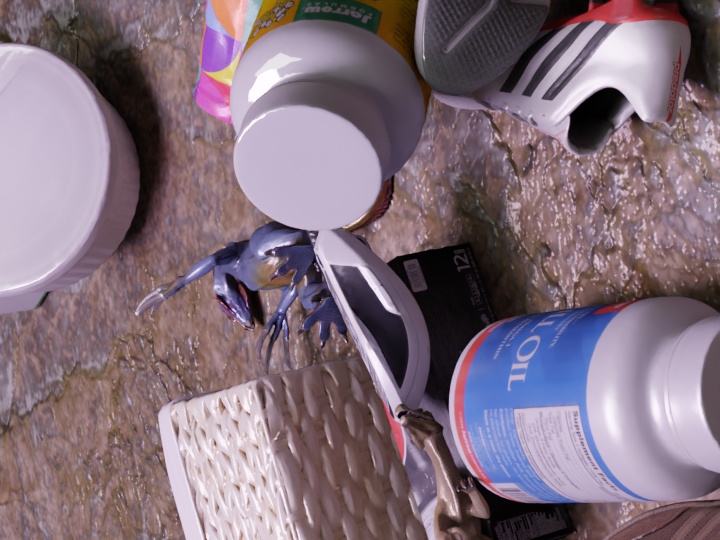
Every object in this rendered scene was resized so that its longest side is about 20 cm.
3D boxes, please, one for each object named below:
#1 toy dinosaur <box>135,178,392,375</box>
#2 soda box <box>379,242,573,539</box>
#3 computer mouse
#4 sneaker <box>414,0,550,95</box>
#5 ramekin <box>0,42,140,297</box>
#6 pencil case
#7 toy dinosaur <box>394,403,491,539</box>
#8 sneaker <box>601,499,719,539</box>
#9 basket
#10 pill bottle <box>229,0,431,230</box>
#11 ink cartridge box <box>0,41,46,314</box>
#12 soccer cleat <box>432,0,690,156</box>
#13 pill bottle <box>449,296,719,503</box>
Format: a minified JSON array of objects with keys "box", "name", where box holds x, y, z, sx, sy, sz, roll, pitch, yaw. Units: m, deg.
[{"box":[-0.054,0.001,1.460,0.105,0.200,0.181,49,178,-21],"name":"toy dinosaur"},{"box":[0.061,0.089,1.302,0.071,0.063,0.200,-34,70,53],"name":"soda box"},{"box":[0.000,0.000,1.258,0.110,0.044,0.200,85,160,-76],"name":"computer mouse"},{"box":[0.073,-0.185,1.168,0.080,0.070,0.201,-29,41,66],"name":"sneaker"},{"box":[-0.268,-0.074,1.630,0.202,0.094,0.203,-3,81,19],"name":"ramekin"},{"box":[-0.060,-0.195,1.382,0.088,0.088,0.200,43,131,40],"name":"pencil case"},{"box":[0.061,0.171,1.232,0.101,0.058,0.200,-118,18,-57],"name":"toy dinosaur"},{"box":[0.185,0.156,1.066,0.200,0.076,0.071,-24,89,27],"name":"sneaker"},{"box":[-0.034,0.164,1.398,0.123,0.135,0.200,-24,79,50],"name":"basket"},{"box":[-0.013,-0.114,1.179,0.200,0.113,0.113,-75,6,-51],"name":"pill bottle"},{"box":[-0.333,-0.079,1.793,0.145,0.087,0.200,-51,57,49],"name":"ink cartridge box"},{"box":[0.109,-0.104,1.173,0.200,0.069,0.085,-11,75,50],"name":"soccer cleat"},{"box":[0.149,0.072,1.131,0.200,0.112,0.113,-11,90,54],"name":"pill bottle"}]
